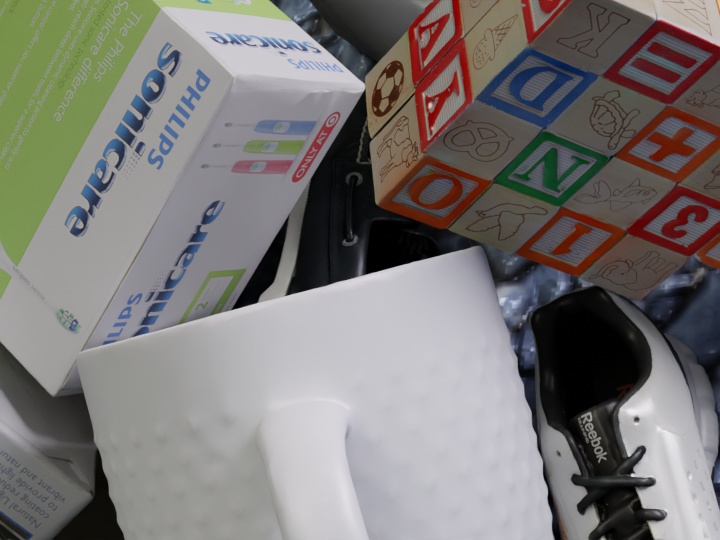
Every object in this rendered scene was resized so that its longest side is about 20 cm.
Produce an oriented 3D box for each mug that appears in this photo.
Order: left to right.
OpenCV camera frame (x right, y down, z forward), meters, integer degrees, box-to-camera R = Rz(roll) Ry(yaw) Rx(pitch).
[{"bbox_3d":[-0.005,0.094,0.651,0.147,0.200,0.176,-15,89,-1],"label":"mug"}]

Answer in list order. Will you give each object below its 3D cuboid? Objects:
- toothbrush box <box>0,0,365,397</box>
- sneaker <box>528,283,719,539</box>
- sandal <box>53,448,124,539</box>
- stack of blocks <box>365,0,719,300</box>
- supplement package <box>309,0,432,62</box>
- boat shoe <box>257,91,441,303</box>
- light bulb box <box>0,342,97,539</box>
[{"bbox_3d":[-0.120,-0.072,0.758,0.200,0.086,0.146,43,114,26],"label":"toothbrush box"},{"bbox_3d":[0.094,0.093,0.677,0.074,0.080,0.200,-25,50,16],"label":"sneaker"},{"bbox_3d":[-0.120,0.124,0.824,0.212,0.078,0.070,-50,9,13],"label":"sandal"},{"bbox_3d":[0.116,-0.046,0.671,0.115,0.200,0.059,-46,37,40],"label":"stack of blocks"},{"bbox_3d":[0.057,-0.139,0.837,0.121,0.120,0.200,-46,45,-4],"label":"supplement package"},{"bbox_3d":[0.000,-0.001,0.820,0.066,0.075,0.200,7,45,9],"label":"boat shoe"},{"bbox_3d":[-0.216,0.076,0.813,0.200,0.125,0.198,-44,20,13],"label":"light bulb box"}]
